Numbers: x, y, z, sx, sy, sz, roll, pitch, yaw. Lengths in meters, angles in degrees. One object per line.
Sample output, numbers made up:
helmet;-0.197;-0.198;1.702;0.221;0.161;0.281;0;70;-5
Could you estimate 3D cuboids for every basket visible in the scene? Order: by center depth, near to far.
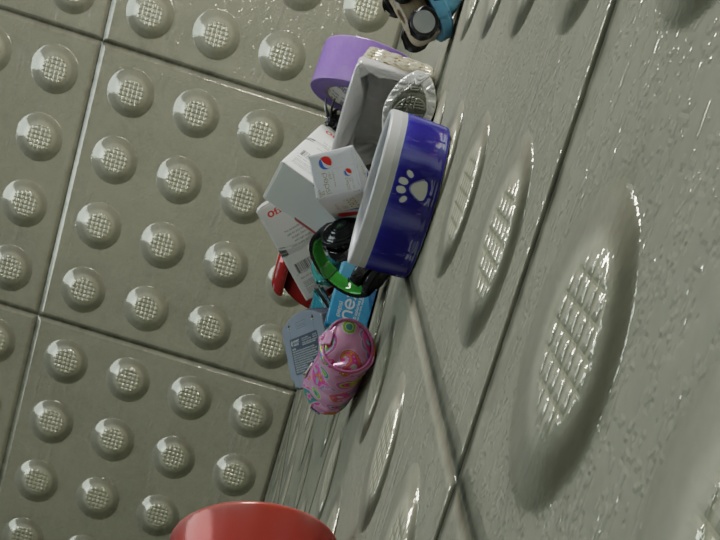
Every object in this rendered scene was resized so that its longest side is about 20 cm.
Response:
basket;0.037;-0.256;1.710;0.124;0.133;0.202;-76;4;-62

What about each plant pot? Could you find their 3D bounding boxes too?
plant pot;-0.121;0.376;1.098;0.202;0.197;0.179;110;166;-46
plant pot;-0.084;-0.012;2.130;0.200;0.179;0.204;-165;90;-88

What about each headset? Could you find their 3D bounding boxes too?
headset;-0.011;-0.015;1.506;0.094;0.124;0.199;-47;12;-34

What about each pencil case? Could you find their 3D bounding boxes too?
pencil case;-0.035;0.142;1.471;0.200;0.086;0.089;116;170;-64

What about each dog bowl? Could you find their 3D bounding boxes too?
dog bowl;0.047;-0.096;1.297;0.200;0.077;0.204;-164;90;-86

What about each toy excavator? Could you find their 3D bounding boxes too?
toy excavator;0.127;-0.471;1.614;0.197;0.198;0.100;62;173;1

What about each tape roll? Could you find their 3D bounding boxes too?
tape roll;0.014;-0.340;1.857;0.200;0.197;0.086;131;158;-81

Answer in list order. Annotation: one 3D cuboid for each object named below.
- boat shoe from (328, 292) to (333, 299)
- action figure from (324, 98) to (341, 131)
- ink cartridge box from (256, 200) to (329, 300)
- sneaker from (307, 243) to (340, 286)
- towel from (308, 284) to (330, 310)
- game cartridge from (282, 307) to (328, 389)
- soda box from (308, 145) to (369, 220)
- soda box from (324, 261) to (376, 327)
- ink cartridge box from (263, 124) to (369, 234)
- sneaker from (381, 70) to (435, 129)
boat shoe;-0.042;0.077;1.914;0.075;0.062;0.201;-45;-13;-27
action figure;-0.021;-0.217;1.902;0.102;0.201;0.118;-50;27;-23
ink cartridge box;-0.089;-0.070;1.970;0.144;0.202;0.084;-27;10;7
sneaker;-0.052;-0.012;1.785;0.200;0.076;0.081;147;123;-83
towel;-0.071;0.148;1.878;0.148;0.021;0.202;58;144;35
game cartridge;-0.084;0.137;1.836;0.199;0.041;0.136;-25;71;63
soda box;-0.021;-0.121;1.481;0.200;0.067;0.065;40;-142;-80
soda box;0.000;0.000;1.662;0.064;0.067;0.203;131;155;-81
ink cartridge box;-0.058;-0.152;1.766;0.084;0.143;0.200;-56;-1;33
sneaker;0.063;-0.206;1.576;0.099;0.077;0.203;-78;6;-85
